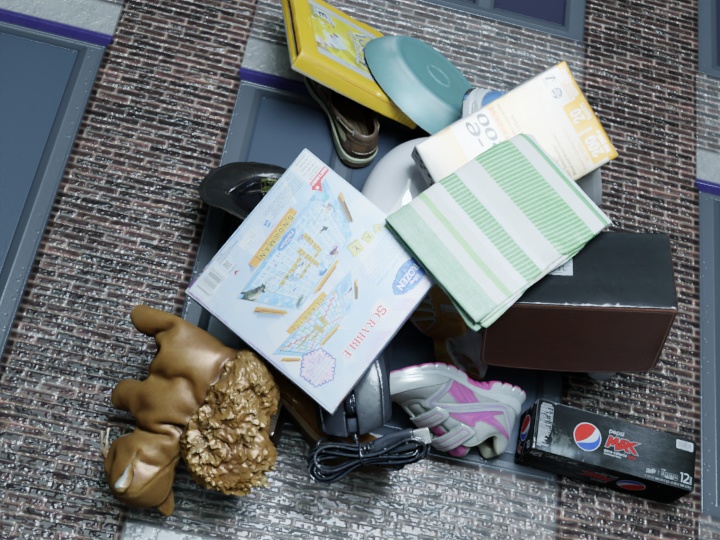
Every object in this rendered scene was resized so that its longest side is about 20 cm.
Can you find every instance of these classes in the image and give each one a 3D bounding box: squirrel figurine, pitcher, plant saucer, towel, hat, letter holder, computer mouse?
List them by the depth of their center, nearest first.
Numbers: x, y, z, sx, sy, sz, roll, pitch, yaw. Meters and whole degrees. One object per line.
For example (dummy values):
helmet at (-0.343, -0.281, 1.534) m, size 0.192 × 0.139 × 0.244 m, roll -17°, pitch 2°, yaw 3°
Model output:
squirrel figurine at (-0.182, 0.165, 1.055) m, size 0.198 × 0.142 × 0.188 m, roll 14°, pitch 66°, yaw 30°
towel at (0.147, -0.048, 1.058) m, size 0.199 × 0.023 × 0.153 m, roll -35°, pitch 76°, yaw -20°
computer mouse at (-0.004, 0.118, 1.083) m, size 0.137 × 0.053 × 0.202 m, roll -14°, pitch 56°, yaw 10°
letter holder at (0.234, 0.037, 1.117) m, size 0.197 × 0.143 × 0.101 m, roll 2°, pitch 55°, yaw 5°
hat at (-0.108, -0.062, 1.215) m, size 0.198 × 0.082 × 0.201 m, roll 8°, pitch 25°, yaw -4°
pitcher at (0.063, -0.064, 1.229) m, size 0.171 × 0.122 × 0.200 m, roll 21°, pitch 59°, yaw 40°
plant saucer at (0.094, -0.245, 1.325) m, size 0.199 × 0.036 × 0.201 m, roll 31°, pitch 33°, yaw -22°

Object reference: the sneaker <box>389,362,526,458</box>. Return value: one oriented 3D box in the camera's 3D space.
sneaker at (0.102, 0.163, 1.149) m, size 0.198 × 0.081 × 0.089 m, roll 16°, pitch 67°, yaw -22°

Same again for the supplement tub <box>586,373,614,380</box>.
supplement tub at (0.255, 0.022, 1.229) m, size 0.199 × 0.145 × 0.145 m, roll 36°, pitch 63°, yaw 7°

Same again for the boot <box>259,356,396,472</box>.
boot at (-0.031, 0.140, 1.157) m, size 0.198 × 0.077 × 0.157 m, roll 14°, pitch 64°, yaw 8°

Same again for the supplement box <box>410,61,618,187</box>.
supplement box at (0.173, -0.131, 1.151) m, size 0.199 × 0.074 × 0.127 m, roll -30°, pitch 88°, yaw -3°

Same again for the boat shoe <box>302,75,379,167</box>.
boat shoe at (-0.021, -0.241, 1.337) m, size 0.074 × 0.075 × 0.204 m, roll -18°, pitch 70°, yaw -19°

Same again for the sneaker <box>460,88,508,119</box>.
sneaker at (0.161, -0.123, 1.215) m, size 0.076 × 0.076 × 0.203 m, roll 0°, pitch 87°, yaw 21°

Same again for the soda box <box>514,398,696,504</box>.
soda box at (0.287, 0.213, 1.184) m, size 0.198 × 0.071 × 0.064 m, roll 16°, pitch 63°, yaw -3°

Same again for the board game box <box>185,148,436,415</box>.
board game box at (-0.044, 0.011, 1.057) m, size 0.199 × 0.041 × 0.200 m, roll 39°, pitch 81°, yaw 7°

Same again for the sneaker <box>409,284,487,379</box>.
sneaker at (0.109, 0.042, 1.173) m, size 0.075 × 0.201 × 0.088 m, roll 10°, pitch 58°, yaw 25°

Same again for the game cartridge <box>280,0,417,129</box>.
game cartridge at (-0.008, -0.278, 1.309) m, size 0.198 × 0.032 × 0.177 m, roll 20°, pitch 37°, yaw -28°

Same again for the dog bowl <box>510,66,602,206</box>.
dog bowl at (0.243, -0.156, 1.290) m, size 0.058 × 0.200 × 0.202 m, roll -16°, pitch 68°, yaw -2°
